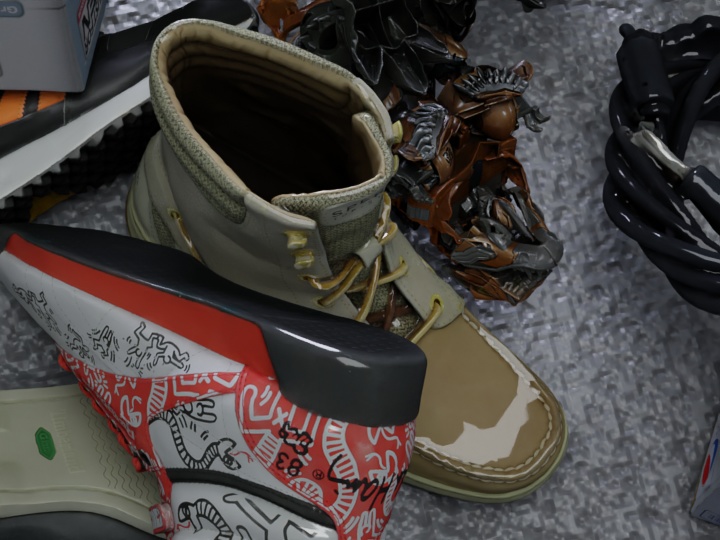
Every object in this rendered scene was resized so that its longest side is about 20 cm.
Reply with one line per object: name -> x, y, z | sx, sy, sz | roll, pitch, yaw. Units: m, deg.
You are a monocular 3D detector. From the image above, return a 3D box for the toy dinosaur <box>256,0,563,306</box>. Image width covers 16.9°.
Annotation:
toy dinosaur -> 0.006, -0.078, 0.914 | 0.200, 0.136, 0.102 | 34, 61, -3

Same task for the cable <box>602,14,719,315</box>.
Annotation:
cable -> 0.192, -0.033, 0.941 | 0.199, 0.051, 0.164 | 12, 43, -14

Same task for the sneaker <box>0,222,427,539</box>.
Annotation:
sneaker -> -0.068, 0.054, 0.840 | 0.201, 0.067, 0.108 | 20, 103, 39

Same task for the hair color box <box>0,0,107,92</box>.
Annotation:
hair color box -> -0.154, -0.155, 0.842 | 0.099, 0.200, 0.061 | 1, 46, 7

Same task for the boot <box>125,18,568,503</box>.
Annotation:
boot -> 0.000, 0.000, 0.877 | 0.200, 0.155, 0.072 | 38, 70, 6

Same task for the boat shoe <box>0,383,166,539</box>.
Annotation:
boat shoe -> -0.102, 0.084, 0.892 | 0.199, 0.068, 0.072 | 3, 48, -20

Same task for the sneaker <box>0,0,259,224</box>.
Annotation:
sneaker -> -0.135, -0.068, 0.929 | 0.200, 0.070, 0.090 | -35, 81, -14

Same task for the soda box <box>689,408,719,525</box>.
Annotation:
soda box -> 0.233, 0.090, 0.924 | 0.199, 0.064, 0.068 | 20, 70, 0
